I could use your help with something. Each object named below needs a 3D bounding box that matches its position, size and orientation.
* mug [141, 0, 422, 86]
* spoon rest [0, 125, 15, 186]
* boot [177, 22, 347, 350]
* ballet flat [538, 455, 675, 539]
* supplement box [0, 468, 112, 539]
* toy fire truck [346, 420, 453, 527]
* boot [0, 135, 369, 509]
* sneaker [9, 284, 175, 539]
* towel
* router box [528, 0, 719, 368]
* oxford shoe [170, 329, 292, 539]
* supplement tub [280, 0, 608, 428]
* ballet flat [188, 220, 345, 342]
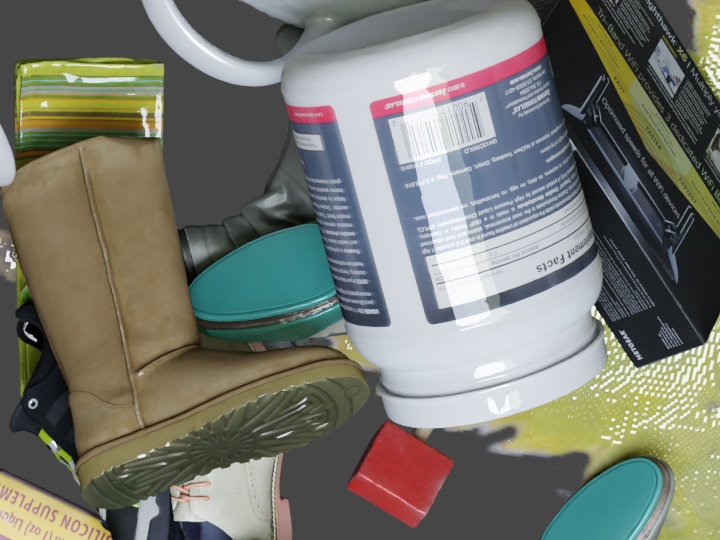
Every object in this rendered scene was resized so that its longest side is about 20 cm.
[{"bbox_3d":[-0.047,-0.192,1.545,0.175,0.147,0.201,37,63,-20],"label":"mug"},{"bbox_3d":[-0.249,-0.131,1.572,0.061,0.099,0.200,-38,95,-17],"label":"spoon rest"},{"bbox_3d":[-0.049,-0.036,1.637,0.130,0.068,0.201,-20,111,-4],"label":"boot"},{"bbox_3d":[0.127,0.197,1.739,0.200,0.067,0.064,-48,134,4],"label":"ballet flat"},{"bbox_3d":[-0.225,0.214,1.622,0.130,0.103,0.201,26,82,-15],"label":"supplement box"},{"bbox_3d":[0.070,0.038,1.660,0.049,0.141,0.200,31,57,0],"label":"toy fire truck"},{"bbox_3d":[-0.100,0.010,1.551,0.174,0.201,0.066,-19,151,6],"label":"boot"},{"bbox_3d":[-0.153,0.094,1.597,0.082,0.201,0.072,-10,150,-6],"label":"sneaker"},{"bbox_3d":[-0.156,-0.023,1.647,0.086,0.018,0.201,-1,104,-9],"label":"towel"},{"bbox_3d":[0.148,-0.071,1.622,0.052,0.157,0.200,-22,111,36],"label":"router box"},{"bbox_3d":[-0.084,0.109,1.643,0.070,0.074,0.201,1,116,27],"label":"oxford shoe"},{"bbox_3d":[0.047,-0.033,1.488,0.140,0.140,0.201,-16,103,-6],"label":"supplement tub"},{"bbox_3d":[0.000,0.000,1.601,0.199,0.068,0.070,-26,138,5],"label":"ballet flat"}]
